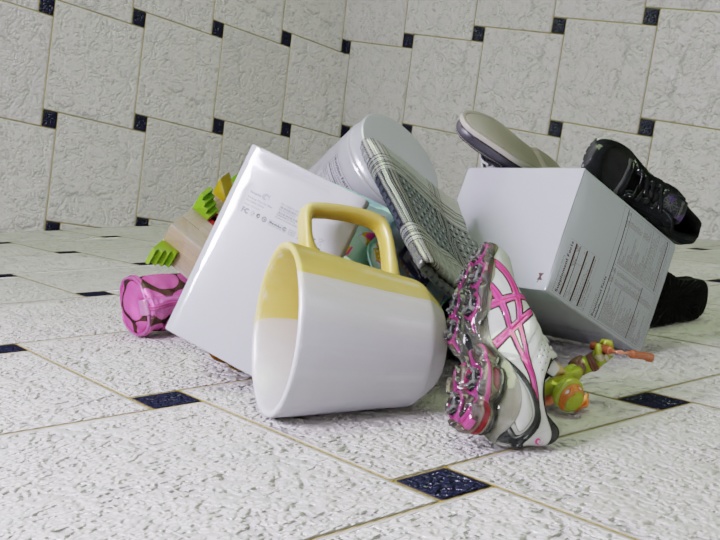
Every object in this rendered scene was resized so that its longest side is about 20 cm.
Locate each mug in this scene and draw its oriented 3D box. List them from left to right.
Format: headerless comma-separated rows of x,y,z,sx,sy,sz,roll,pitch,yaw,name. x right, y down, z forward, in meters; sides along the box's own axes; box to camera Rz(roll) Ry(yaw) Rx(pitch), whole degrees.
-0.003,0.042,0.859,0.151,0.190,0.149,7,6,-20,mug

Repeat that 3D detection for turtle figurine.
0.164,0.087,0.902,0.197,0.065,0.161,-15,34,-29,turtle figurine

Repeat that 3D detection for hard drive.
-0.092,-0.005,0.947,0.130,0.202,0.026,26,0,12,hard drive

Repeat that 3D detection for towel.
0.090,-0.033,1.009,0.199,0.034,0.194,37,22,-44,towel

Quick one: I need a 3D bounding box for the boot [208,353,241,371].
-0.073,0.075,1.056,0.198,0.072,0.144,-6,15,-27,boot

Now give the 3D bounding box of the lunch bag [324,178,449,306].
0.000,0.000,1.039,0.197,0.124,0.170,24,29,12,lunch bag

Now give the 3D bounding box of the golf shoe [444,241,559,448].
0.121,0.063,0.813,0.091,0.073,0.202,19,46,-14,golf shoe

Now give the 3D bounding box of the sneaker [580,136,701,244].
0.340,-0.093,1.136,0.199,0.077,0.087,31,-7,-40,sneaker

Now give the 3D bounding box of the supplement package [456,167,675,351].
0.231,-0.015,1.157,0.199,0.149,0.190,29,-13,-37,supplement package

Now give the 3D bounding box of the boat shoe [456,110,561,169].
0.180,-0.130,1.189,0.198,0.063,0.073,23,36,-38,boat shoe

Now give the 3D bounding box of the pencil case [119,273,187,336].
-0.205,0.038,1.243,0.197,0.092,0.093,-6,16,-31,pencil case

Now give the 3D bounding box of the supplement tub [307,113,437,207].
-0.015,-0.081,1.185,0.199,0.133,0.131,-39,-18,32,supplement tub

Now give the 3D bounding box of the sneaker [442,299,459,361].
0.101,0.052,1.155,0.072,0.084,0.199,-5,7,-26,sneaker

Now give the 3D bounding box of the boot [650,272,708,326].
0.387,0.027,1.397,0.209,0.081,0.157,9,6,-42,boot

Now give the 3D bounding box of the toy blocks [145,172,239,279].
-0.157,-0.028,1.211,0.136,0.100,0.200,38,34,1,toy blocks
